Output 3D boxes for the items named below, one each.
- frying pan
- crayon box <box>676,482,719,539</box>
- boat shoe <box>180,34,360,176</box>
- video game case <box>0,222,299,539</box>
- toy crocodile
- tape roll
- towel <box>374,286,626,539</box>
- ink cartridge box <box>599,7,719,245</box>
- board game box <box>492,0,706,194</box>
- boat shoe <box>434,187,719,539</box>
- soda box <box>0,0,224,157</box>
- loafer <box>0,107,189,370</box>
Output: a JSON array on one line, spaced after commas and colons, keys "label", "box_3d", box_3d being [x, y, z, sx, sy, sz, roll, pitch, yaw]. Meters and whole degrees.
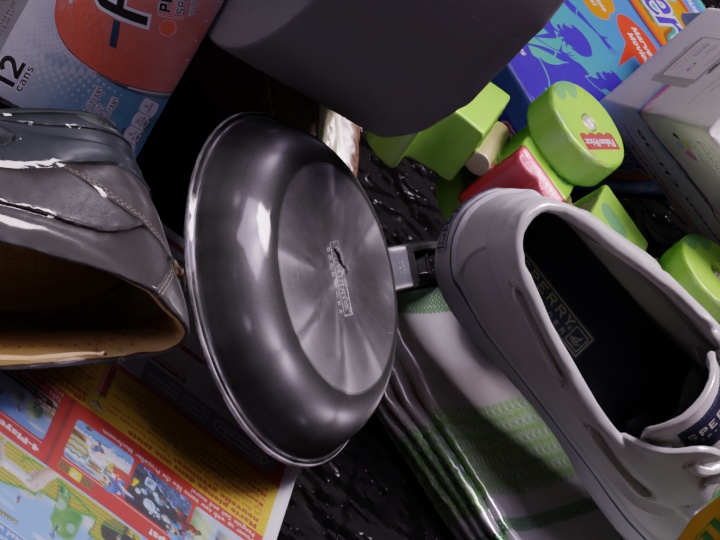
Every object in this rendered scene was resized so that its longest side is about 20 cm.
[{"label": "frying pan", "box_3d": [-0.001, 0.016, 0.867, 0.190, 0.031, 0.116, 31, 54, -54]}, {"label": "crayon box", "box_3d": [0.132, 0.130, 0.748, 0.127, 0.051, 0.200, 48, 29, 1]}, {"label": "boat shoe", "box_3d": [-0.047, -0.080, 0.972, 0.074, 0.075, 0.203, 5, 46, -13]}, {"label": "video game case", "box_3d": [-0.084, 0.045, 0.817, 0.143, 0.017, 0.200, 38, 31, -13]}, {"label": "toy crocodile", "box_3d": [0.085, -0.001, 0.968, 0.200, 0.067, 0.062, 47, 31, -10]}, {"label": "tape roll", "box_3d": [0.027, -0.147, 0.861, 0.066, 0.200, 0.201, 28, 35, -22]}, {"label": "towel", "box_3d": [0.083, 0.081, 0.964, 0.149, 0.031, 0.201, -11, 62, -53]}, {"label": "ink cartridge box", "box_3d": [0.167, -0.040, 1.051, 0.117, 0.067, 0.200, 51, -2, -11]}, {"label": "board game box", "box_3d": [0.093, -0.106, 1.176, 0.199, 0.045, 0.153, 0, 54, -51]}, {"label": "boat shoe", "box_3d": [0.106, 0.051, 0.912, 0.200, 0.074, 0.065, 42, -13, -15]}, {"label": "soda box", "box_3d": [-0.064, -0.140, 0.873, 0.063, 0.201, 0.068, 27, 5, -30]}, {"label": "loafer", "box_3d": [-0.133, 0.000, 0.734, 0.199, 0.073, 0.072, -11, 51, -38]}]
